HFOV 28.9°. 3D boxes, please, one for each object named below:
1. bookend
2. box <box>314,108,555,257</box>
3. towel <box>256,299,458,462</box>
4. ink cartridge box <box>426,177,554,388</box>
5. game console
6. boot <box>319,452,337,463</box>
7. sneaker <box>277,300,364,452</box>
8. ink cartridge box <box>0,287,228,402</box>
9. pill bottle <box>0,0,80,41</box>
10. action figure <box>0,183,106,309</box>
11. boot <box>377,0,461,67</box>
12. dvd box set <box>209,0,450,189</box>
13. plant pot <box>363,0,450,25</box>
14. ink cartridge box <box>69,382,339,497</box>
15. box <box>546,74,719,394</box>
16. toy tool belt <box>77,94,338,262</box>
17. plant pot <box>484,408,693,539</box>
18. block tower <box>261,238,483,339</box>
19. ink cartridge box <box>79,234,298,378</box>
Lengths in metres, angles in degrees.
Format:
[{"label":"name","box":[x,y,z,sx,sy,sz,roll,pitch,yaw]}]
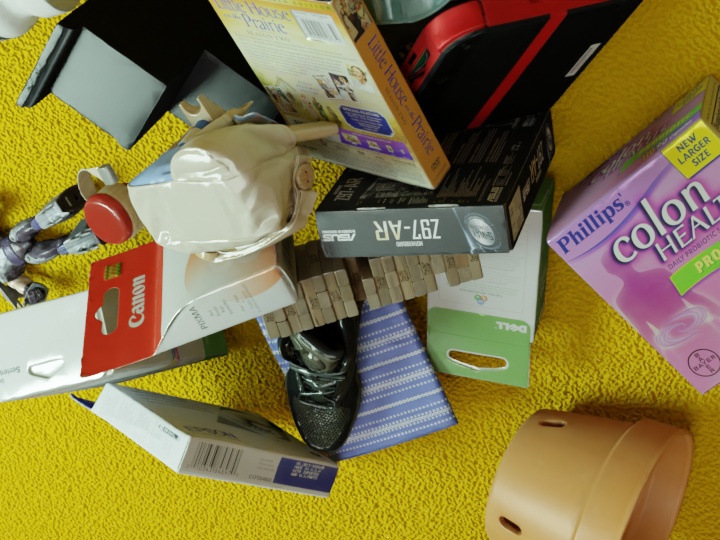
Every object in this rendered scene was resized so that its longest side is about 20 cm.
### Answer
[{"label":"bookend","box":[-0.154,-0.158,1.207,0.200,0.199,0.092,35,124,-4]},{"label":"box","box":[0.068,-0.077,1.177,0.160,0.200,0.044,-2,117,19]},{"label":"towel","box":[-0.008,0.080,1.342,0.144,0.024,0.200,-20,105,20]},{"label":"ink cartridge box","box":[0.118,0.006,1.290,0.104,0.059,0.200,9,126,14]},{"label":"game console","box":[0.111,-0.165,1.106,0.031,0.176,0.200,69,158,14]},{"label":"boot","box":[-0.034,0.107,1.406,0.144,0.071,0.201,44,119,-2]},{"label":"sneaker","box":[-0.040,0.092,1.281,0.076,0.114,0.200,13,115,10]},{"label":"ink cartridge box","box":[-0.247,0.067,1.362,0.145,0.200,0.088,-15,87,27]},{"label":"pill bottle","box":[-0.360,-0.261,1.269,0.199,0.116,0.117,-9,116,23]},{"label":"action figure","box":[-0.342,-0.027,1.428,0.200,0.069,0.130,-23,114,32]},{"label":"boot","box":[0.070,-0.180,1.154,0.199,0.138,0.078,3,119,16]},{"label":"dvd box set","box":[-0.026,-0.150,1.078,0.146,0.029,0.200,17,152,40]},{"label":"plant pot","box":[0.039,-0.289,1.067,0.200,0.196,0.201,8,120,14]},{"label":"ink cartridge box","box":[-0.152,0.156,1.363,0.200,0.199,0.041,22,93,45]},{"label":"box","box":[0.295,-0.028,1.190,0.200,0.097,0.176,44,123,-8]},{"label":"toy tool belt","box":[-0.118,-0.075,1.118,0.200,0.123,0.125,-5,120,41]},{"label":"plant pot","box":[0.210,0.218,1.319,0.140,0.200,0.201,22,125,27]},{"label":"block tower","box":[0.000,0.000,1.192,0.199,0.054,0.058,-15,127,2]},{"label":"ink cartridge box","box":[-0.154,-0.007,1.187,0.199,0.162,0.050,-18,128,8]}]
